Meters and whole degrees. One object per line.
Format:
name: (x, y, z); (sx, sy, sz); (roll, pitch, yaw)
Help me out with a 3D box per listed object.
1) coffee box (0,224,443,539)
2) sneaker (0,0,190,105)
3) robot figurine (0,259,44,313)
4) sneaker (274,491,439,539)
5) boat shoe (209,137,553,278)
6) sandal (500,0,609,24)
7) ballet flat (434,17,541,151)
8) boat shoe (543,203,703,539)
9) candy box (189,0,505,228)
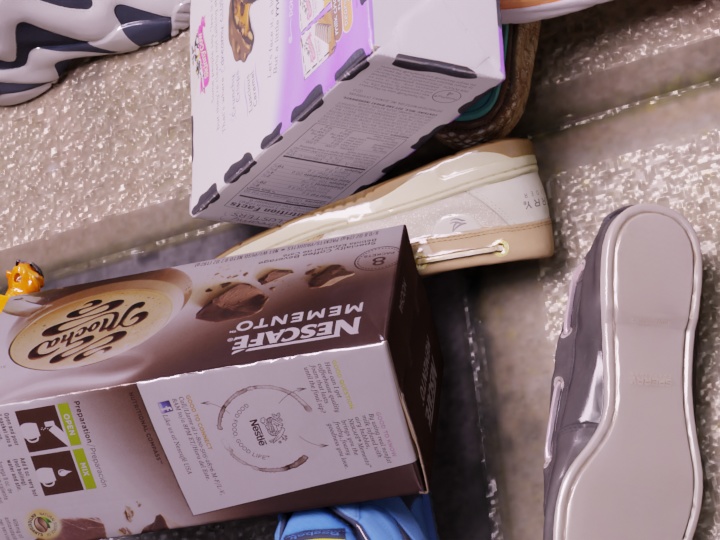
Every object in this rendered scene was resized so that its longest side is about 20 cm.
coffee box: (-0.069, 0.053, 0.866); (0.199, 0.080, 0.113); (-10, 26, 12)
sneaker: (-0.162, -0.173, 1.034); (0.199, 0.130, 0.080); (-22, 65, 17)
robot figurine: (-0.198, 0.093, 0.996); (0.145, 0.058, 0.201); (12, 78, 28)
sneaker: (-0.008, 0.110, 0.866); (0.066, 0.078, 0.200); (-35, 40, 11)
boat shoe: (0.000, 0.000, 0.929); (0.199, 0.074, 0.067); (-23, 85, 23)
sandal: (0.138, -0.169, 0.896); (0.206, 0.059, 0.079); (-20, 76, -8)
ballet flat: (0.065, -0.150, 0.955); (0.070, 0.065, 0.201); (11, 74, 14)
boat shoe: (0.117, 0.070, 0.865); (0.067, 0.057, 0.201); (11, 78, -9)
candy box: (-0.015, -0.131, 0.923); (0.200, 0.071, 0.168); (-36, 52, 56)
